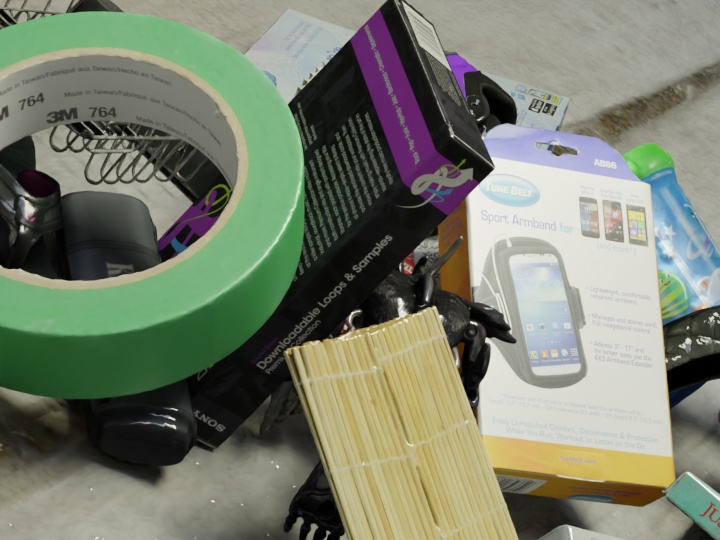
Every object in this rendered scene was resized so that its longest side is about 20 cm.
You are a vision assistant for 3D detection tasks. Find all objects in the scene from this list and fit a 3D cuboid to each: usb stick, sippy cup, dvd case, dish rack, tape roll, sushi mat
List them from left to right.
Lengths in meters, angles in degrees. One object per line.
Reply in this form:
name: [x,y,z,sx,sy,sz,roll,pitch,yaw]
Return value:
dish rack: [-0.152,-0.100,1.327,0.153,0.055,0.200,42,18,18]
tape roll: [-0.125,-0.034,1.127,0.199,0.048,0.201,1,50,-1]
usb stick: [-0.116,0.023,1.184,0.055,0.033,0.200,12,31,-20]
sushi mat: [0.032,0.119,1.087,0.095,0.012,0.201,-12,80,-44]
sippy cup: [0.168,0.015,1.478,0.177,0.140,0.131,-32,76,-27]
dvd case: [0.232,0.166,1.303,0.146,0.022,0.200,40,1,16]

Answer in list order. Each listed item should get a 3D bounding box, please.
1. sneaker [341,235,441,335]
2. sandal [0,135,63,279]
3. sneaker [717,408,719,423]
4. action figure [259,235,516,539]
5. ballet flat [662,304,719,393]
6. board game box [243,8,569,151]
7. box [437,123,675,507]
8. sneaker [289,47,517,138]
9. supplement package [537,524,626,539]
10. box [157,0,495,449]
sneaker: [0.000,-0.001,1.345,0.108,0.067,0.201,37,26,-1]
sandal: [-0.182,-0.043,1.206,0.075,0.048,0.201,22,25,-27]
sneaker: [0.298,0.114,1.427,0.200,0.081,0.088,52,52,-19]
action figure: [0.008,0.064,1.194,0.118,0.102,0.201,27,40,-13]
ballet flat: [0.167,0.066,1.367,0.199,0.067,0.057,-20,65,-17]
board game box: [0.020,-0.092,1.513,0.198,0.044,0.200,19,23,5]
box: [0.103,0.021,1.302,0.118,0.041,0.201,9,64,-24]
sneaker: [0.027,-0.074,1.353,0.099,0.070,0.200,29,33,18]
supplement package: [0.130,0.199,1.035,0.199,0.117,0.118,17,51,-34]
box: [-0.027,-0.025,1.189,0.036,0.200,0.143,36,20,-30]
